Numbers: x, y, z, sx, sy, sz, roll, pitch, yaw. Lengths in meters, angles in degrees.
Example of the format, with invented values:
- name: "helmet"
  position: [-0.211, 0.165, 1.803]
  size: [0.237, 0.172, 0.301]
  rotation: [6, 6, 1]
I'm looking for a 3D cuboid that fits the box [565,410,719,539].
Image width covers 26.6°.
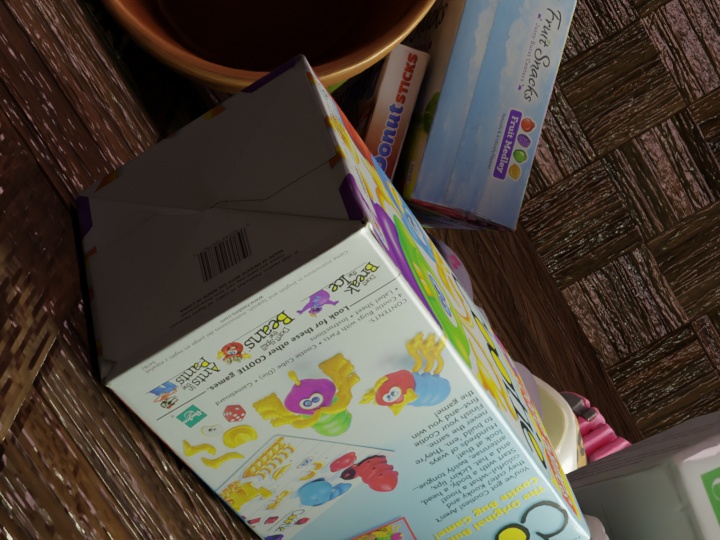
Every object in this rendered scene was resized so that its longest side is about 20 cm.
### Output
- name: "box"
  position: [0.207, 0.180, 0.807]
  size: [0.200, 0.170, 0.201]
  rotation: [-34, -104, 62]

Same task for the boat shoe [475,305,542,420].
- name: "boat shoe"
  position: [0.058, 0.075, 0.959]
  size: [0.066, 0.075, 0.200]
  rotation: [10, 16, -14]

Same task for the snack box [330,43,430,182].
- name: "snack box"
  position: [-0.002, -0.079, 0.880]
  size: [0.024, 0.073, 0.200]
  rotation: [18, -5, -10]

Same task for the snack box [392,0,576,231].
- name: "snack box"
  position: [0.056, -0.112, 0.879]
  size: [0.067, 0.171, 0.200]
  rotation: [16, 0, -12]

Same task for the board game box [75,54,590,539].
- name: "board game box"
  position: [-0.007, 0.039, 0.583]
  size: [0.201, 0.104, 0.104]
  rotation: [53, 11, -41]

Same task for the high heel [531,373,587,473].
- name: "high heel"
  position: [0.151, 0.166, 1.235]
  size: [0.201, 0.071, 0.143]
  rotation: [57, -8, 18]

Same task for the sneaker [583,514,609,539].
- name: "sneaker"
  position: [0.065, 0.154, 0.674]
  size: [0.200, 0.098, 0.079]
  rotation: [-117, -147, -83]

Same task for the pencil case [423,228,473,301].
- name: "pencil case"
  position: [0.000, 0.000, 0.803]
  size: [0.091, 0.083, 0.200]
  rotation: [48, 5, 21]

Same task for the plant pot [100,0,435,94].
- name: "plant pot"
  position: [-0.050, -0.180, 0.798]
  size: [0.202, 0.198, 0.140]
  rotation: [61, -7, 3]

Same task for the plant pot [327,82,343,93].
- name: "plant pot"
  position: [-0.032, -0.221, 1.034]
  size: [0.192, 0.199, 0.202]
  rotation: [17, 43, -59]

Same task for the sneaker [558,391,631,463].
- name: "sneaker"
  position: [0.215, 0.193, 1.309]
  size: [0.200, 0.078, 0.096]
  rotation: [45, -32, 43]
